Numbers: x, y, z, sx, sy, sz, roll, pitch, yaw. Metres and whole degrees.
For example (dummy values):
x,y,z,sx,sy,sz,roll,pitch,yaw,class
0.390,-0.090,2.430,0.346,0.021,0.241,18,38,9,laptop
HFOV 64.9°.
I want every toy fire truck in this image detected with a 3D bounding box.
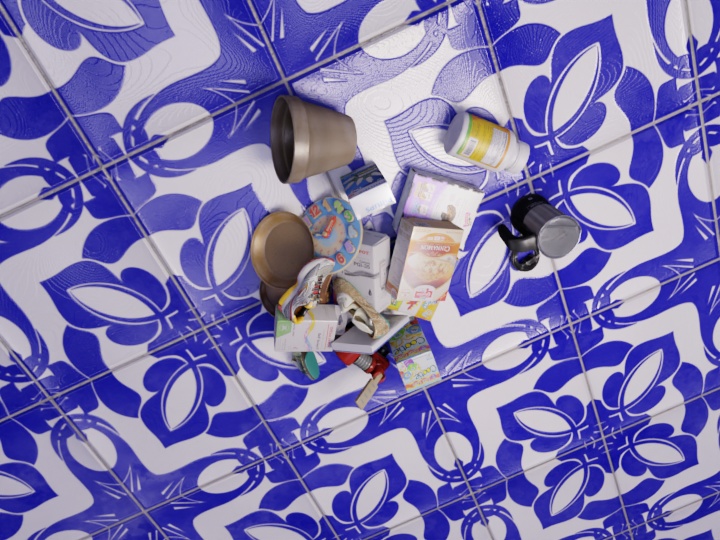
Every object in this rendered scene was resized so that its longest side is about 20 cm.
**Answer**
x,y,z,sx,sy,sz,roll,pitch,yaw,class
-0.001,0.269,1.599,0.176,0.200,0.129,39,103,-21,toy fire truck

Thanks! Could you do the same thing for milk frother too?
x,y,z,sx,sy,sz,roll,pitch,yaw,class
0.486,-0.073,1.525,0.180,0.188,0.200,-35,114,9,milk frother

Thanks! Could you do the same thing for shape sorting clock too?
x,y,z,sx,sy,sz,roll,pitch,yaw,class
-0.084,-0.090,1.455,0.200,0.200,0.039,-50,150,14,shape sorting clock

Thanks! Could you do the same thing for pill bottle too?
x,y,z,sx,sy,sz,roll,pitch,yaw,class
0.322,-0.316,1.436,0.198,0.111,0.112,17,110,-15,pill bottle

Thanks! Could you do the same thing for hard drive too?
x,y,z,sx,sy,sz,roll,pitch,yaw,class
0.030,0.168,1.538,0.131,0.200,0.026,-1,109,35,hard drive

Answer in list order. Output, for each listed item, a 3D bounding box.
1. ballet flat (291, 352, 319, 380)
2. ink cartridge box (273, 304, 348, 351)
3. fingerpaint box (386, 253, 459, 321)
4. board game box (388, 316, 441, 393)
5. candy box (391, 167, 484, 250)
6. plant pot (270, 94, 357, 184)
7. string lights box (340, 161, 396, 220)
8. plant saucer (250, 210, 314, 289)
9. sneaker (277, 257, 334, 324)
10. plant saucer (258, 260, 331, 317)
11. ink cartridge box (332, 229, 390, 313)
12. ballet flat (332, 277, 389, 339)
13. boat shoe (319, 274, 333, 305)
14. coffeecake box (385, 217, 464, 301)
x,y,z,sx,sy,sz,roll,pitch,yaw,class
-0.178,0.235,1.639,0.074,0.074,0.202,-17,117,0,ballet flat
-0.128,0.154,1.509,0.198,0.068,0.118,1,129,-13,ink cartridge box
0.156,0.020,1.582,0.165,0.073,0.201,16,112,-14,fingerpaint box
0.145,0.232,1.603,0.104,0.200,0.104,-21,115,1,board game box
0.204,-0.163,1.509,0.198,0.072,0.169,13,111,-13,candy box
-0.107,-0.309,1.350,0.172,0.200,0.202,-5,115,-24,plant pot
0.015,-0.199,1.395,0.102,0.200,0.059,-24,115,3,string lights box
-0.196,-0.052,1.475,0.198,0.035,0.203,0,91,26,plant saucer
-0.121,0.050,1.408,0.078,0.082,0.201,8,125,-52,sneaker
-0.180,0.050,1.569,0.198,0.035,0.202,-3,115,-6,plant saucer
0.000,0.000,1.508,0.145,0.083,0.202,14,119,32,ink cartridge box
-0.011,0.100,1.465,0.200,0.065,0.071,41,137,15,ballet flat
-0.115,0.061,1.530,0.067,0.072,0.201,20,116,-23,boat shoe
0.164,-0.026,1.461,0.152,0.073,0.202,1,113,-26,coffeecake box
